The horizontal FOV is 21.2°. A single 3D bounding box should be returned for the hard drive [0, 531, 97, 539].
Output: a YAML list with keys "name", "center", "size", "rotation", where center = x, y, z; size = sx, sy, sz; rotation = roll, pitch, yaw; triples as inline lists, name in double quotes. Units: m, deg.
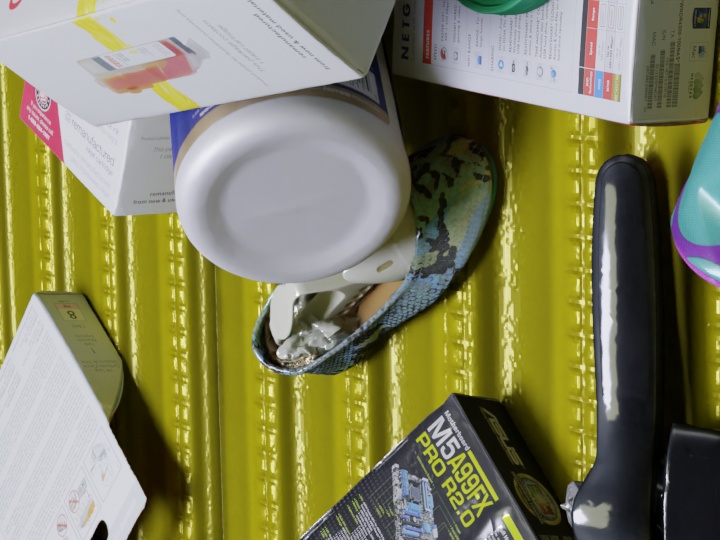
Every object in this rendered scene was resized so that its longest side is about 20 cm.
- name: "hard drive"
  center: [-0.222, 0.250, 1.420]
  size: [0.199, 0.025, 0.133]
  rotation: [19, 110, 54]

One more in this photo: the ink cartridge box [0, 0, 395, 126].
- name: "ink cartridge box"
  center: [-0.067, -0.156, 0.883]
  size: [0.199, 0.083, 0.146]
  rotation: [-4, 58, 46]

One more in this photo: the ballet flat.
- name: "ballet flat"
  center: [0.000, 0.000, 1.014]
  size: [0.200, 0.074, 0.075]
  rotation: [-52, 53, 46]

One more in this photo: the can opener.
- name: "can opener"
  center: [0.124, 0.048, 0.860]
  size: [0.063, 0.078, 0.202]
  rotation: [30, -125, -84]

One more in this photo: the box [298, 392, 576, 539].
- name: "box"
  center: [0.050, 0.188, 0.944]
  size: [0.160, 0.044, 0.201]
  rotation: [-45, 56, 23]

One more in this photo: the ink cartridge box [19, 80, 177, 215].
- name: "ink cartridge box"
  center: [-0.131, -0.157, 1.168]
  size: [0.145, 0.083, 0.201]
  rotation: [42, 128, 45]

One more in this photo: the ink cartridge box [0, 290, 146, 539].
- name: "ink cartridge box"
  center: [-0.201, 0.140, 1.336]
  size: [0.200, 0.057, 0.163]
  rotation: [51, 126, 33]

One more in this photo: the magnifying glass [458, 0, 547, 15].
- name: "magnifying glass"
  center: [0.032, -0.166, 0.897]
  size: [0.199, 0.022, 0.080]
  rotation: [20, 111, 51]

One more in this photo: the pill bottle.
- name: "pill bottle"
  center: [-0.042, -0.101, 0.979]
  size: [0.201, 0.115, 0.116]
  rotation: [-99, 27, -44]

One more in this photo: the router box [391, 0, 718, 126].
- name: "router box"
  center: [0.088, -0.178, 0.872]
  size: [0.179, 0.049, 0.202]
  rotation: [21, 112, 53]

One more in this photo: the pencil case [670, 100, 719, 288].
- name: "pencil case"
  center: [0.186, -0.079, 0.709]
  size: [0.093, 0.084, 0.201]
  rotation: [-94, 19, -55]
